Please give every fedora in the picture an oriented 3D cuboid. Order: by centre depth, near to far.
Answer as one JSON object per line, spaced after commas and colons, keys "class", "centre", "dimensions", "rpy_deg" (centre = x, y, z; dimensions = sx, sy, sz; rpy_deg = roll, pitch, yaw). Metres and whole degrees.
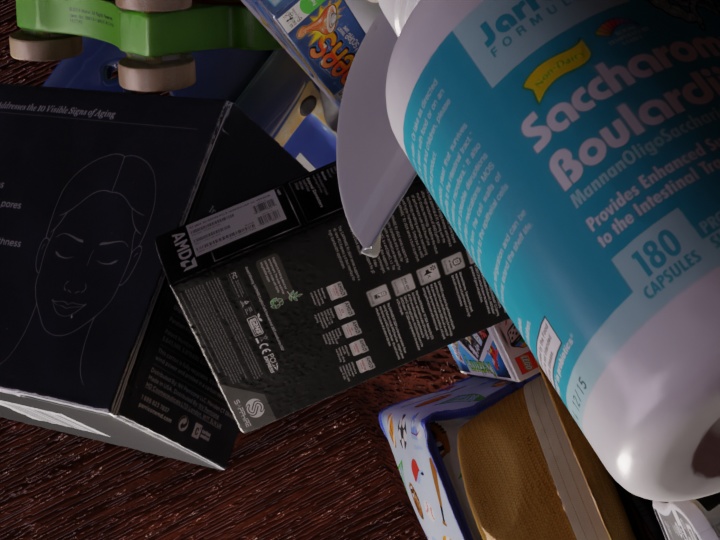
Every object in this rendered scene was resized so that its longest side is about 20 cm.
{"class": "fedora", "centre": [0.110, 0.131, 0.864], "dimensions": [0.201, 0.082, 0.201], "rpy_deg": [-23, -90, -82]}

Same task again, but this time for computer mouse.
{"class": "computer mouse", "centre": [0.173, 0.132, 0.729], "dimensions": [0.200, 0.044, 0.110], "rpy_deg": [76, 172, -86]}

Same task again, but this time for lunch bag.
{"class": "lunch bag", "centre": [0.108, 0.173, 1.048], "dimensions": [0.170, 0.124, 0.200], "rpy_deg": [152, 99, -82]}

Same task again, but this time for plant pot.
{"class": "plant pot", "centre": [-0.110, -0.092, 1.159], "dimensions": [0.180, 0.200, 0.200], "rpy_deg": [34, 175, 30]}

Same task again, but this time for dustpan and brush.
{"class": "dustpan and brush", "centre": [0.031, -0.094, 0.675], "dimensions": [0.057, 0.140, 0.200], "rpy_deg": [25, -162, -27]}

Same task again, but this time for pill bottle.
{"class": "pill bottle", "centre": [0.079, -0.036, 0.481], "dimensions": [0.200, 0.111, 0.111], "rpy_deg": [59, 172, 30]}

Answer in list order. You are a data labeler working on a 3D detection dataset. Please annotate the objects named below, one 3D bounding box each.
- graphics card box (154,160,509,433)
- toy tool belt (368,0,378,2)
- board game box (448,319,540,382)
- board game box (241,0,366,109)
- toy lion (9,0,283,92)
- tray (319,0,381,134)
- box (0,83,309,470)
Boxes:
{"class": "graphics card box", "centre": [0.000, 0.000, 0.854], "dimensions": [0.051, 0.200, 0.126], "rpy_deg": [-118, 5, -49]}
{"class": "toy tool belt", "centre": [-0.030, -0.224, 0.705], "dimensions": [0.200, 0.125, 0.123], "rpy_deg": [57, 130, 36]}
{"class": "board game box", "centre": [0.074, 0.011, 1.046], "dimensions": [0.126, 0.035, 0.200], "rpy_deg": [65, 173, -1]}
{"class": "board game box", "centre": [-0.065, -0.175, 0.821], "dimensions": [0.200, 0.034, 0.135], "rpy_deg": [50, -179, 28]}
{"class": "toy lion", "centre": [-0.105, -0.170, 1.005], "dimensions": [0.200, 0.192, 0.069], "rpy_deg": [18, 116, 43]}
{"class": "tray", "centre": [0.000, -0.153, 0.855], "dimensions": [0.107, 0.022, 0.200], "rpy_deg": [38, 146, 49]}
{"class": "box", "centre": [-0.159, 0.000, 0.952], "dimensions": [0.200, 0.197, 0.124], "rpy_deg": [9, 163, 33]}
